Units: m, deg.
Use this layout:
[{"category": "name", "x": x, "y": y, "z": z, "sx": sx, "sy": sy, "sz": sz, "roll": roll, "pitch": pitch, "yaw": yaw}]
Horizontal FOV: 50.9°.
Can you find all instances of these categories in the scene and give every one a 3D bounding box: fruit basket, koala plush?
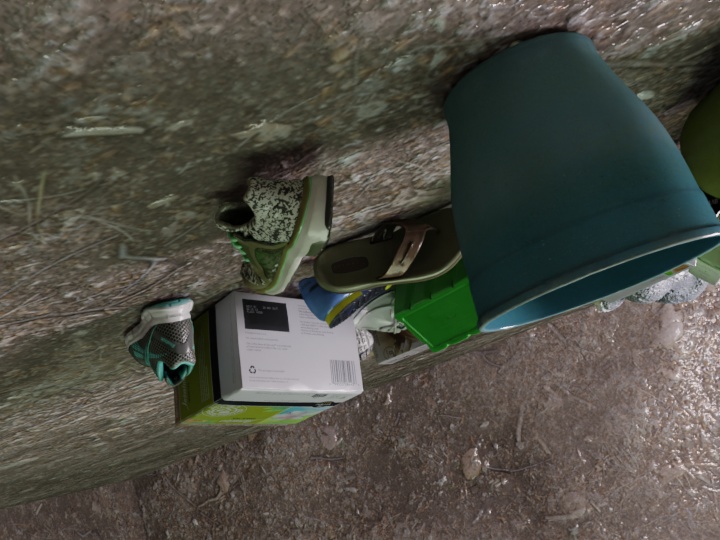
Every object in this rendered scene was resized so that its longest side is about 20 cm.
[{"category": "fruit basket", "x": 0.163, "y": 0.004, "z": 1.120, "sx": 0.215, "sy": 0.155, "sz": 0.216, "roll": -43, "pitch": -161, "yaw": 18}, {"category": "koala plush", "x": 0.482, "y": -0.006, "z": 1.255, "sx": 0.199, "sy": 0.185, "sz": 0.177, "roll": -27, "pitch": 176, "yaw": -47}]

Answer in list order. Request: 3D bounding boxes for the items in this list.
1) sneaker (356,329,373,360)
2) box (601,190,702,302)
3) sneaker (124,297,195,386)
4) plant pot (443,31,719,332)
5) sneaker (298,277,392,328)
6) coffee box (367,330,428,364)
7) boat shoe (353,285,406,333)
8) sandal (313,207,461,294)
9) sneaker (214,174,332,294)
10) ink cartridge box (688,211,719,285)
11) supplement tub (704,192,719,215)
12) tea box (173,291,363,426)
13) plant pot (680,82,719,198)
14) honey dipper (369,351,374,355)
[{"category": "sneaker", "x": -0.076, "y": 0.132, "z": 1.261, "sx": 0.197, "sy": 0.076, "sz": 0.087, "roll": -11, "pitch": 177, "yaw": -2}, {"category": "box", "x": 0.280, "y": -0.047, "z": 0.923, "sx": 0.174, "sy": 0.098, "sz": 0.200, "roll": 15, "pitch": 164, "yaw": -6}, {"category": "sneaker", "x": -0.254, "y": 0.108, "z": 0.972, "sx": 0.077, "sy": 0.092, "sz": 0.200, "roll": -11, "pitch": 165, "yaw": -24}, {"category": "plant pot", "x": 0.158, "y": -0.074, "z": 0.607, "sx": 0.197, "sy": 0.191, "sz": 0.200, "roll": -17, "pitch": 167, "yaw": -4}, {"category": "sneaker", "x": 0.000, "y": 0.000, "z": 0.993, "sx": 0.199, "sy": 0.078, "sz": 0.066, "roll": -31, "pitch": 161, "yaw": -43}, {"category": "coffee box", "x": 0.109, "y": 0.073, "z": 1.293, "sx": 0.198, "sy": 0.115, "sz": 0.080, "roll": -24, "pitch": 166, "yaw": 19}, {"category": "boat shoe", "x": 0.052, "y": 0.062, "z": 1.167, "sx": 0.199, "sy": 0.065, "sz": 0.074, "roll": -16, "pitch": 145, "yaw": -48}, {"category": "sandal", "x": 0.039, "y": -0.023, "z": 0.902, "sx": 0.198, "sy": 0.081, "sz": 0.058, "roll": -18, "pitch": 153, "yaw": -2}, {"category": "sneaker", "x": -0.090, "y": -0.040, "z": 0.684, "sx": 0.087, "sy": 0.078, "sz": 0.200, "roll": 16, "pitch": 154, "yaw": -17}, {"category": "ink cartridge box", "x": 0.480, "y": -0.091, "z": 0.930, "sx": 0.202, "sy": 0.044, "sz": 0.176, "roll": -61, "pitch": 160, "yaw": -1}, {"category": "supplement tub", "x": 0.440, "y": -0.095, "z": 1.062, "sx": 0.197, "sy": 0.124, "sz": 0.123, "roll": -14, "pitch": 166, "yaw": -22}, {"category": "tea box", "x": -0.136, "y": 0.133, "z": 1.069, "sx": 0.198, "sy": 0.136, "sz": 0.196, "roll": 9, "pitch": 153, "yaw": -36}, {"category": "plant pot", "x": 0.425, "y": -0.143, "z": 0.766, "sx": 0.197, "sy": 0.203, "sz": 0.190, "roll": -18, "pitch": 178, "yaw": -2}, {"category": "honey dipper", "x": -0.067, "y": 0.135, "z": 1.321, "sx": 0.196, "sy": 0.039, "sz": 0.038, "roll": 0, "pitch": 167, "yaw": 2}]
